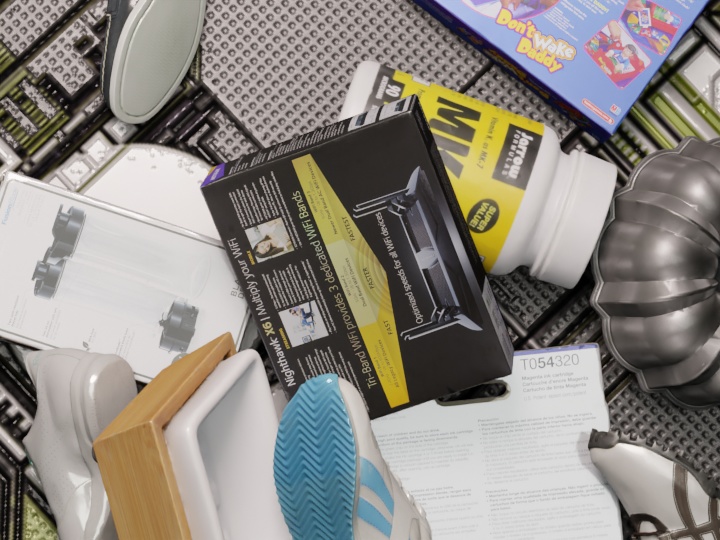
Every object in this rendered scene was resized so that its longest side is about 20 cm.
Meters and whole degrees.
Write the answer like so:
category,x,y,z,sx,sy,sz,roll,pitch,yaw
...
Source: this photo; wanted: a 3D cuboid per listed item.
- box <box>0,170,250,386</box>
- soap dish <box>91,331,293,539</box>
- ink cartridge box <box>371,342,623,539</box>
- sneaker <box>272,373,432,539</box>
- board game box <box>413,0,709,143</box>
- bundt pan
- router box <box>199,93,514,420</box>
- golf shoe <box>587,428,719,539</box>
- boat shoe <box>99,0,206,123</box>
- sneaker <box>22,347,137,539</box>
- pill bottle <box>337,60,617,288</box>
category,x,y,z,sx,sy,sz,roll,pitch,yaw
box,-0.177,0.015,1.616,0.199,0.060,0.117,17,84,-2
soap dish,-0.105,0.163,1.531,0.081,0.157,0.201,-7,108,20
ink cartridge box,0.087,0.162,1.628,0.195,0.043,0.201,-5,83,-3
sneaker,-0.001,0.165,1.553,0.076,0.081,0.201,-6,101,39
board game box,0.141,-0.209,1.664,0.200,0.045,0.135,37,84,0
bundt pan,0.267,0.003,1.607,0.201,0.076,0.203,-1,92,-21
router box,0.000,0.000,1.553,0.156,0.052,0.201,-18,105,11
golf shoe,0.224,0.195,1.590,0.200,0.078,0.095,43,71,-12
boat shoe,-0.150,-0.208,1.640,0.060,0.075,0.201,23,93,37
sneaker,-0.201,0.148,1.595,0.088,0.075,0.201,9,108,29
pill bottle,0.074,-0.065,1.612,0.199,0.114,0.115,20,84,-2
